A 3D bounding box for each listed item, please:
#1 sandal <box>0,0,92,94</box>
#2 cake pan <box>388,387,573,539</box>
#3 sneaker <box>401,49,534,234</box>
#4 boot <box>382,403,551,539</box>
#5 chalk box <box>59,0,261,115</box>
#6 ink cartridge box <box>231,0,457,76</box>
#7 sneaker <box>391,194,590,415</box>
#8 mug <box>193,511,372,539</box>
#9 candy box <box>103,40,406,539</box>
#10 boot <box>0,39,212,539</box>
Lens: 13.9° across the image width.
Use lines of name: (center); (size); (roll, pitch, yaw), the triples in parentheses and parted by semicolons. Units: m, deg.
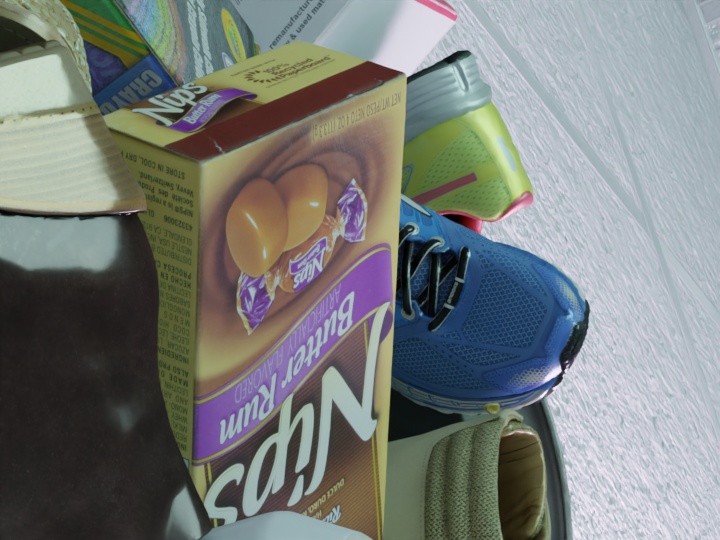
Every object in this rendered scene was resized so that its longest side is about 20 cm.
sandal: (-0.127, -0.065, 1.009); (0.212, 0.077, 0.070); (111, -4, -63)
cake pan: (0.027, 0.101, 1.310); (0.200, 0.037, 0.201); (23, -63, 59)
sneaker: (0.008, -0.015, 1.373); (0.078, 0.200, 0.090); (-33, 83, -41)
boot: (0.003, 0.090, 1.215); (0.200, 0.155, 0.073); (-74, 143, -66)
chalk box: (-0.113, -0.066, 1.135); (0.200, 0.123, 0.125); (56, 16, -36)
ink cartridge box: (-0.067, -0.161, 1.377); (0.200, 0.084, 0.145); (43, 9, 15)
sneaker: (0.000, 0.000, 1.221); (0.079, 0.199, 0.089); (-67, 155, -8)
mug: (-0.047, 0.152, 0.959); (0.150, 0.153, 0.186); (68, 14, 12)
candy box: (-0.041, 0.031, 1.051); (0.117, 0.056, 0.201); (-27, 129, -47)
boot: (-0.141, 0.033, 0.863); (0.199, 0.072, 0.167); (-18, 98, -32)
